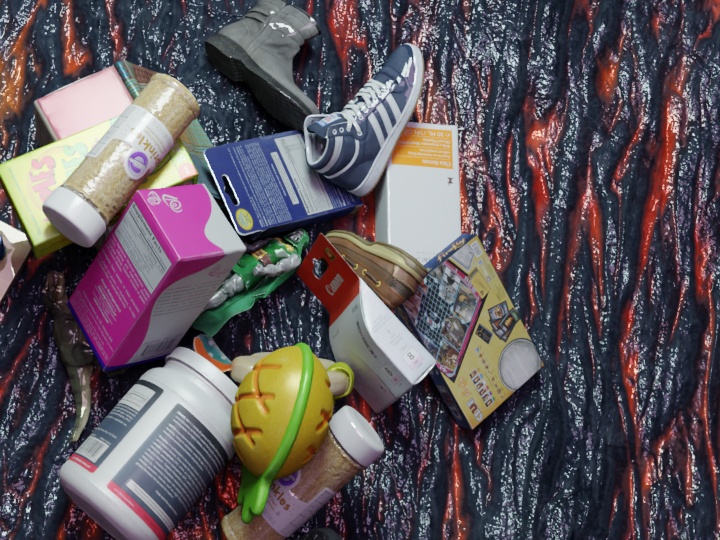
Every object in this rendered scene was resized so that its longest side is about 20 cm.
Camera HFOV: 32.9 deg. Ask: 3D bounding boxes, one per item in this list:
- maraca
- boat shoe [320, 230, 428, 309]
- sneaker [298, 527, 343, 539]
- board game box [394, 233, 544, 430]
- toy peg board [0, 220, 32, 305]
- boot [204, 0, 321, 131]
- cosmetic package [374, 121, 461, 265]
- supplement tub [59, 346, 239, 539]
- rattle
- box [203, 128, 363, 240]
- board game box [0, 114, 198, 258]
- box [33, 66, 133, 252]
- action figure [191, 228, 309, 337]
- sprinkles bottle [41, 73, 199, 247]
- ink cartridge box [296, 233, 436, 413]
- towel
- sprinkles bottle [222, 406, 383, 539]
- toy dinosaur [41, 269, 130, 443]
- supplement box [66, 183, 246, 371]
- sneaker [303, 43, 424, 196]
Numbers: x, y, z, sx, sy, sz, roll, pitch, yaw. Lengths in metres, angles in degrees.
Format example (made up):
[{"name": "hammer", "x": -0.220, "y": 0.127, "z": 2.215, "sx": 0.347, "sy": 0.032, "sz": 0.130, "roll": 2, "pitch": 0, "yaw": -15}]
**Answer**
[{"name": "maraca", "x": -0.093, "y": 0.174, "z": 1.321, "sx": 0.106, "sy": 0.137, "sz": 0.202, "roll": 19, "pitch": 100, "yaw": -13}, {"name": "boat shoe", "x": 0.001, "y": 0.000, "z": 1.469, "sx": 0.072, "sy": 0.199, "sz": 0.068, "roll": 38, "pitch": 79, "yaw": -31}, {"name": "sneaker", "x": -0.077, "y": 0.382, "z": 1.385, "sx": 0.200, "sy": 0.083, "sz": 0.072, "roll": -42, "pitch": 44, "yaw": -2}, {"name": "board game box", "x": 0.132, "y": 0.076, "z": 1.509, "sx": 0.135, "sy": 0.034, "sz": 0.201, "roll": -37, "pitch": 110, "yaw": -21}, {"name": "toy peg board", "x": -0.508, "y": -0.008, "z": 1.392, "sx": 0.198, "sy": 0.098, "sz": 0.201, "roll": 28, "pitch": 69, "yaw": -4}, {"name": "boot", "x": -0.095, "y": -0.278, "z": 1.573, "sx": 0.200, "sy": 0.070, "sz": 0.131, "roll": 42, "pitch": 68, "yaw": 18}, {"name": "cosmetic package", "x": 0.073, "y": -0.086, "z": 1.571, "sx": 0.100, "sy": 0.071, "sz": 0.203, "roll": 3, "pitch": 73, "yaw": -13}, {"name": "supplement tub", "x": -0.227, "y": 0.201, "z": 1.369, "sx": 0.140, "sy": 0.140, "sz": 0.200, "roll": 40, "pitch": 69, "yaw": 2}, {"name": "rattle", "x": -0.114, "y": 0.157, "z": 1.436, "sx": 0.198, "sy": 0.130, "sz": 0.144, "roll": 4, "pitch": 113, "yaw": -28}, {"name": "box", "x": -0.100, "y": -0.111, "z": 1.525, "sx": 0.199, "sy": 0.032, "sz": 0.122, "roll": -16, "pitch": 77, "yaw": -40}, {"name": "board game box", "x": -0.293, "y": -0.104, "z": 1.364, "sx": 0.198, "sy": 0.048, "sz": 0.102, "roll": -26, "pitch": 81, "yaw": -18}, {"name": "box", "x": -0.297, "y": -0.118, "z": 1.461, "sx": 0.108, "sy": 0.128, "sz": 0.201, "roll": -28, "pitch": 82, "yaw": -19}, {"name": "action figure", "x": -0.141, "y": 0.000, "z": 1.488, "sx": 0.199, "sy": 0.055, "sz": 0.118, "roll": -31, "pitch": 49, "yaw": -32}, {"name": "sprinkles bottle", "x": -0.257, "y": -0.121, "z": 1.315, "sx": 0.068, "sy": 0.068, "sz": 0.201, "roll": 35, "pitch": 69, "yaw": 0}, {"name": "ink cartridge box", "x": -0.011, "y": 0.068, "z": 1.451, "sx": 0.200, "sy": 0.163, "sz": 0.057, "roll": 45, "pitch": 67, "yaw": 2}, {"name": "towel", "x": -0.217, "y": -0.164, "z": 1.496, "sx": 0.022, "sy": 0.146, "sz": 0.201, "roll": -33, "pitch": 80, "yaw": 14}, {"name": "sprinkles bottle", "x": -0.066, "y": 0.244, "z": 1.383, "sx": 0.200, "sy": 0.068, "sz": 0.068, "roll": -43, "pitch": 85, "yaw": 6}, {"name": "toy dinosaur", "x": -0.318, "y": 0.095, "z": 1.435, "sx": 0.087, "sy": 0.047, "sz": 0.202, "roll": -12, "pitch": 78, "yaw": -10}, {"name": "supplement box", "x": -0.232, "y": 0.008, "z": 1.369, "sx": 0.101, "sy": 0.200, "sz": 0.104, "roll": -10, "pitch": 59, "yaw": -49}, {"name": "sneaker", "x": 0.001, "y": -0.201, "z": 1.512, "sx": 0.108, "sy": 0.070, "sz": 0.202, "roll": 20, "pitch": 95, "yaw": -36}]
